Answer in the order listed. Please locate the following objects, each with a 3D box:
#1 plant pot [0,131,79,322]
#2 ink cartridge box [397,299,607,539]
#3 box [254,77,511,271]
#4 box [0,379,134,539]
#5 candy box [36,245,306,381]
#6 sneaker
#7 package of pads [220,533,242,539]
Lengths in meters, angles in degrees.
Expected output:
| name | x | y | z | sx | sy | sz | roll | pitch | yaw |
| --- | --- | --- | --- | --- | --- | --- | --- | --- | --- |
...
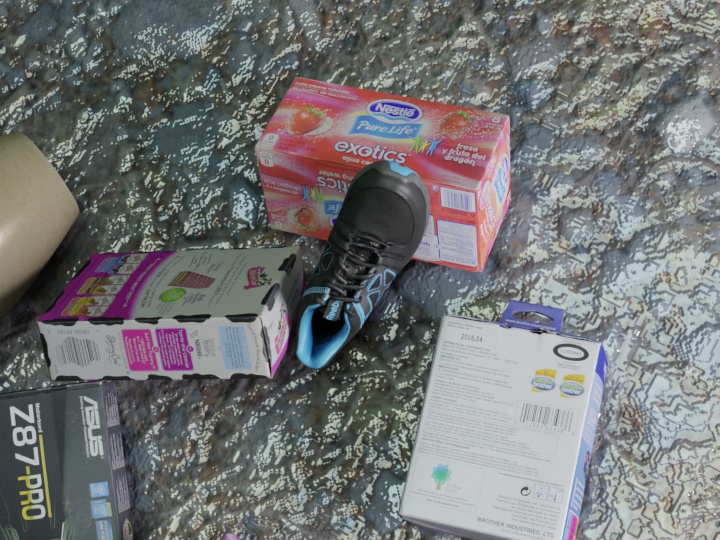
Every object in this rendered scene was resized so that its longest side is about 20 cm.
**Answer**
| name | x | y | z | sx | sy | sz | roll | pitch | yaw |
| --- | --- | --- | --- | --- | --- | --- | --- | --- | --- |
| plant pot | -0.357 | -0.028 | 1.318 | 0.199 | 0.188 | 0.187 | -38 | 67 | -15 |
| ink cartridge box | 0.122 | 0.118 | 1.189 | 0.135 | 0.076 | 0.202 | 10 | 77 | 16 |
| box | 0.022 | -0.082 | 1.252 | 0.198 | 0.103 | 0.095 | 12 | 50 | 18 |
| box | -0.277 | 0.202 | 1.251 | 0.159 | 0.049 | 0.202 | -7 | 87 | 6 |
| candy box | -0.155 | 0.036 | 1.255 | 0.198 | 0.137 | 0.062 | -2 | 116 | 15 |
| sneaker | 0.000 | 0.000 | 1.200 | 0.073 | 0.201 | 0.082 | 24 | 40 | 0 |
| package of pads | -0.130 | 0.312 | 1.169 | 0.076 | 0.121 | 0.200 | 40 | 86 | 27 |
